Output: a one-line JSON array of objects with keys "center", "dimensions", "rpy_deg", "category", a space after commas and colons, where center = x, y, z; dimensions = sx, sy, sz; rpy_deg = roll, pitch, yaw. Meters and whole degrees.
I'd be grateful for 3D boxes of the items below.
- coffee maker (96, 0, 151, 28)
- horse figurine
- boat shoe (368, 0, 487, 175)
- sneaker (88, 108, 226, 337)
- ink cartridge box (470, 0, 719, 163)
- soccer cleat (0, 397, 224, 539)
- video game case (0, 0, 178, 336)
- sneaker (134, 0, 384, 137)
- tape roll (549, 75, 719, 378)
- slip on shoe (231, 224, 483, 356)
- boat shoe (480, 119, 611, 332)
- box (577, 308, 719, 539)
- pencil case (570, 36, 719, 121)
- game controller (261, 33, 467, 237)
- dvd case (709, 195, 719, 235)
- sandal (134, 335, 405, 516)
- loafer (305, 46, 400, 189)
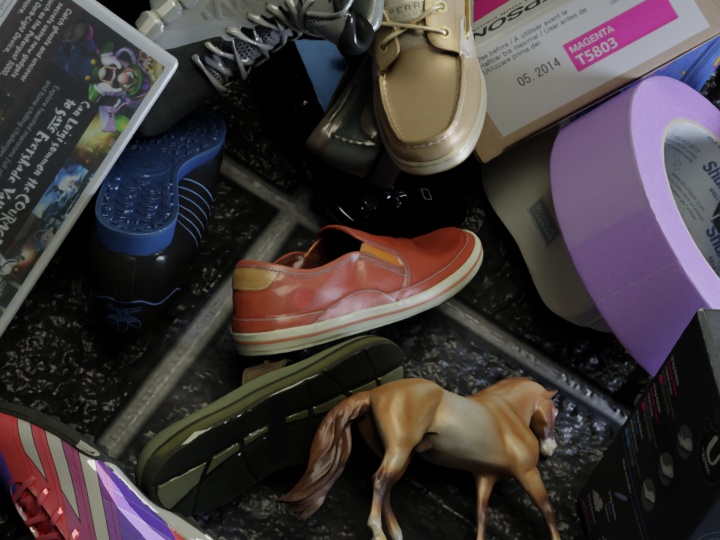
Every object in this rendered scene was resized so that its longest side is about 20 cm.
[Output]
[{"center": [-0.146, -0.212, 1.687], "dimensions": [0.192, 0.200, 0.135], "rpy_deg": [13, 50, -13], "category": "coffee maker"}, {"center": [0.048, 0.111, 1.593], "dimensions": [0.200, 0.050, 0.133], "rpy_deg": [11, 64, -31], "category": "horse figurine"}, {"center": [0.033, -0.148, 1.655], "dimensions": [0.074, 0.069, 0.200], "rpy_deg": [-14, 50, 12], "category": "boat shoe"}, {"center": [-0.127, -0.033, 1.649], "dimensions": [0.070, 0.078, 0.200], "rpy_deg": [11, 28, 5], "category": "sneaker"}, {"center": [0.145, -0.173, 1.741], "dimensions": [0.075, 0.200, 0.165], "rpy_deg": [56, 17, -20], "category": "ink cartridge box"}, {"center": [-0.147, 0.147, 1.502], "dimensions": [0.200, 0.068, 0.073], "rpy_deg": [36, 64, 10], "category": "soccer cleat"}, {"center": [-0.230, -0.089, 1.558], "dimensions": [0.182, 0.023, 0.200], "rpy_deg": [35, 83, -20], "category": "video game case"}, {"center": [-0.055, -0.144, 1.619], "dimensions": [0.115, 0.075, 0.200], "rpy_deg": [38, 93, 28], "category": "sneaker"}, {"center": [0.203, -0.019, 1.695], "dimensions": [0.200, 0.066, 0.200], "rpy_deg": [38, 37, -35], "category": "tape roll"}, {"center": [0.000, 0.000, 1.644], "dimensions": [0.200, 0.074, 0.061], "rpy_deg": [-18, 102, -42], "category": "slip on shoe"}, {"center": [0.137, -0.038, 1.751], "dimensions": [0.068, 0.072, 0.200], "rpy_deg": [28, 25, -40], "category": "boat shoe"}, {"center": [0.221, 0.122, 1.566], "dimensions": [0.122, 0.200, 0.106], "rpy_deg": [2, 53, -18], "category": "box"}, {"center": [0.204, -0.146, 1.847], "dimensions": [0.087, 0.078, 0.200], "rpy_deg": [16, 43, 30], "category": "pencil case"}, {"center": [-0.003, -0.102, 1.761], "dimensions": [0.104, 0.042, 0.200], "rpy_deg": [-7, 57, -25], "category": "game controller"}, {"center": [0.289, -0.017, 1.736], "dimensions": [0.150, 0.025, 0.200], "rpy_deg": [55, 30, -11], "category": "dvd case"}, {"center": [-0.053, 0.080, 1.580], "dimensions": [0.201, 0.080, 0.057], "rpy_deg": [-17, 35, -36], "category": "sandal"}, {"center": [0.009, -0.140, 1.732], "dimensions": [0.063, 0.072, 0.200], "rpy_deg": [17, 47, -8], "category": "loafer"}]
